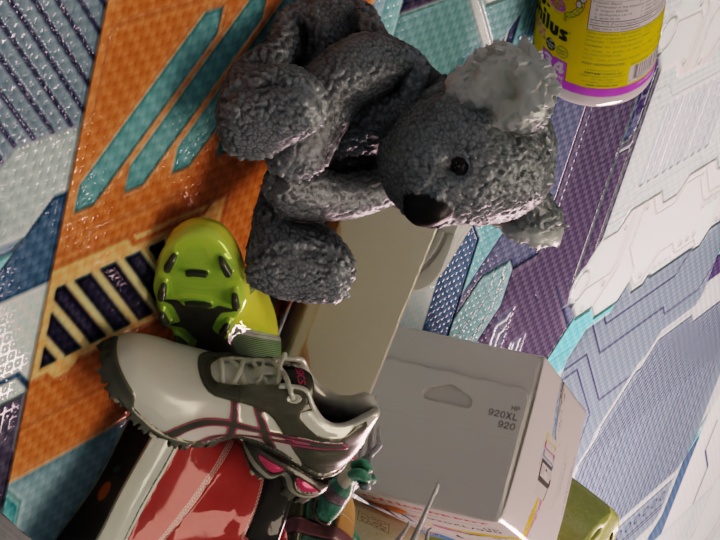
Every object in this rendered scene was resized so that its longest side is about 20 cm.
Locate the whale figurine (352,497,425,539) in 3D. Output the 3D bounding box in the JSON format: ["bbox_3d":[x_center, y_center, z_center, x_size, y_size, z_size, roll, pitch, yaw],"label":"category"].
[{"bbox_3d":[-0.010,0.249,1.667,0.200,0.158,0.105,-105,-139,-86],"label":"whale figurine"}]

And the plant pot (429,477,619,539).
[{"bbox_3d":[0.137,0.243,1.944,0.200,0.183,0.201,-46,153,-31],"label":"plant pot"}]

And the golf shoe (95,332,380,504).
[{"bbox_3d":[-0.080,0.077,1.338,0.199,0.078,0.088,26,126,-33],"label":"golf shoe"}]

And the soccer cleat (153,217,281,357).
[{"bbox_3d":[-0.095,0.019,1.380,0.201,0.064,0.084,76,18,-53],"label":"soccer cleat"}]

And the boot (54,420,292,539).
[{"bbox_3d":[-0.128,0.198,1.385,0.144,0.072,0.201,37,79,-26],"label":"boot"}]

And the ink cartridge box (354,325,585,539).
[{"bbox_3d":[0.093,0.151,1.752,0.200,0.146,0.146,46,57,-65],"label":"ink cartridge box"}]

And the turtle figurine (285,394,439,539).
[{"bbox_3d":[-0.013,0.202,1.520,0.150,0.100,0.202,47,49,-53],"label":"turtle figurine"}]

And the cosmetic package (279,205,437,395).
[{"bbox_3d":[0.000,0.000,1.474,0.105,0.070,0.202,-93,-156,-73],"label":"cosmetic package"}]

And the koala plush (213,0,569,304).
[{"bbox_3d":[0.037,-0.085,1.294,0.184,0.198,0.178,-63,153,-42],"label":"koala plush"}]

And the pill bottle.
[{"bbox_3d":[0.194,-0.235,1.621,0.104,0.104,0.201,-44,152,-35],"label":"pill bottle"}]

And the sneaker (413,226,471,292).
[{"bbox_3d":[0.074,-0.073,1.613,0.201,0.076,0.080,-57,169,0],"label":"sneaker"}]

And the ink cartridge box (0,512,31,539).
[{"bbox_3d":[-0.297,0.254,1.221,0.199,0.043,0.200,-10,125,-61],"label":"ink cartridge box"}]
